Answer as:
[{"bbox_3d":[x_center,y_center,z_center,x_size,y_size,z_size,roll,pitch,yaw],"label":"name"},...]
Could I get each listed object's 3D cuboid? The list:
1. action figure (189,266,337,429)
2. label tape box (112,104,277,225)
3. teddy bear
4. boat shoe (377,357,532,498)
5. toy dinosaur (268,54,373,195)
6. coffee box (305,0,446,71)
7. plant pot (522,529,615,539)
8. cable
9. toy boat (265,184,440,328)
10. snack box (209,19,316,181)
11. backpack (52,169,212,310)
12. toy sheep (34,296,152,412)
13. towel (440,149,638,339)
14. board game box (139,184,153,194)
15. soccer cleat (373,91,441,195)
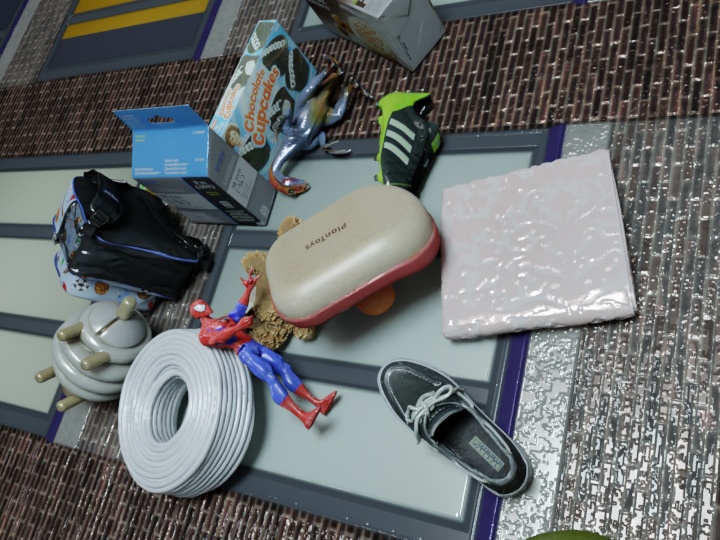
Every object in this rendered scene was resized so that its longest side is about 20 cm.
[{"bbox_3d":[-0.109,0.078,0.779,0.199,0.065,0.099,33,114,12],"label":"action figure"},{"bbox_3d":[-0.229,-0.134,0.926,0.143,0.200,0.064,4,68,31],"label":"label tape box"},{"bbox_3d":[-0.103,0.034,0.865,0.144,0.067,0.202,15,82,39],"label":"teddy bear"},{"bbox_3d":[0.082,0.149,0.690,0.074,0.068,0.199,-47,53,1],"label":"boat shoe"},{"bbox_3d":[-0.065,-0.197,0.967,0.182,0.105,0.200,-50,14,15],"label":"toy dinosaur"},{"bbox_3d":[0.010,-0.373,0.962,0.080,0.114,0.200,-50,53,-1],"label":"coffee box"},{"bbox_3d":[0.143,0.282,0.508,0.186,0.200,0.189,-13,60,24],"label":"plant pot"},{"bbox_3d":[-0.213,0.168,0.830,0.199,0.069,0.202,-16,64,36],"label":"cable"},{"bbox_3d":[0.000,0.000,0.774,0.199,0.131,0.131,-30,41,8],"label":"toy boat"},{"bbox_3d":[-0.139,-0.237,0.979,0.037,0.116,0.201,12,73,33],"label":"snack box"},{"bbox_3d":[-0.341,-0.045,0.970,0.154,0.199,0.191,-48,48,17],"label":"backpack"},{"bbox_3d":[-0.343,0.107,0.909,0.200,0.137,0.139,-45,49,31],"label":"toy sheep"},{"bbox_3d":[0.182,-0.025,0.742,0.198,0.032,0.193,-11,61,25],"label":"towel"},{"bbox_3d":[-0.265,-0.172,1.069,0.199,0.030,0.096,-13,52,27],"label":"board game box"},{"bbox_3d":[0.060,-0.143,0.853,0.080,0.068,0.202,-6,63,13],"label":"soccer cleat"}]
